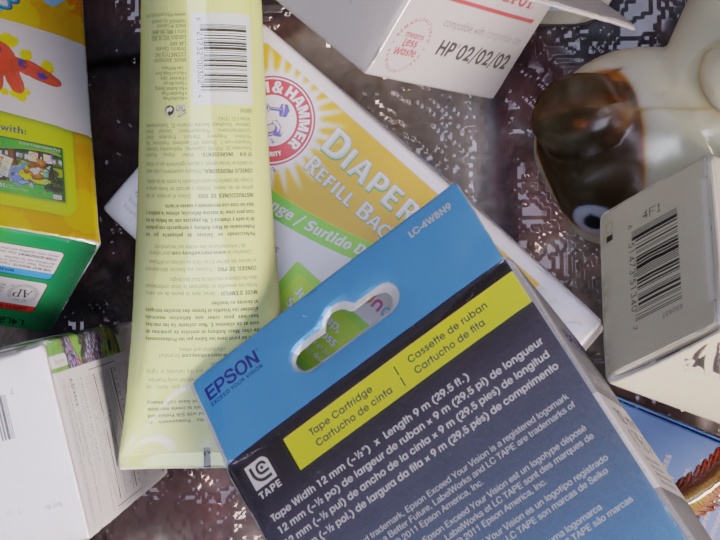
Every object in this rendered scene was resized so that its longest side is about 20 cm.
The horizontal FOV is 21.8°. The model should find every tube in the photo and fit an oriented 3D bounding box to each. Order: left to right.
[{"bbox_3d":[-0.066,-0.018,0.777,0.058,0.052,0.202,-2,90,44],"label":"tube"}]

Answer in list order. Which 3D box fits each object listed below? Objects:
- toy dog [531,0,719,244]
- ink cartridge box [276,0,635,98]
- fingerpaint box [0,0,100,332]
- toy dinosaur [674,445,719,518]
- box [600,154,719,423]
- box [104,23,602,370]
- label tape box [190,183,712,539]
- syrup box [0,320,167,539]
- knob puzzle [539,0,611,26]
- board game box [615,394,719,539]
[{"bbox_3d":[0.168,-0.086,0.823,0.200,0.140,0.194,-39,74,2],"label":"toy dog"},{"bbox_3d":[0.007,-0.136,0.795,0.200,0.115,0.068,41,110,25],"label":"ink cartridge box"},{"bbox_3d":[-0.220,-0.072,0.797,0.199,0.073,0.168,9,51,-26],"label":"fingerpaint box"},{"bbox_3d":[0.069,0.156,0.824,0.199,0.181,0.106,-16,76,-27],"label":"toy dinosaur"},{"bbox_3d":[0.193,0.028,0.772,0.199,0.068,0.083,19,58,-31],"label":"box"},{"bbox_3d":[0.000,0.000,0.840,0.200,0.101,0.113,41,92,8],"label":"box"},{"bbox_3d":[0.041,0.090,0.730,0.143,0.066,0.201,-37,64,10],"label":"label tape box"},{"bbox_3d":[-0.142,0.072,0.804,0.078,0.200,0.082,-13,91,3],"label":"syrup box"},{"bbox_3d":[0.062,-0.206,0.882,0.218,0.030,0.222,0,89,3],"label":"knob puzzle"},{"bbox_3d":[0.152,0.152,0.818,0.199,0.037,0.152,21,91,36],"label":"board game box"}]
